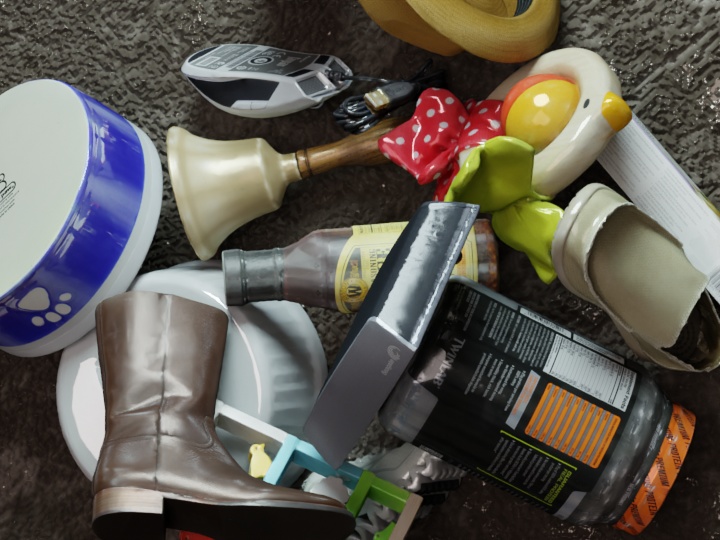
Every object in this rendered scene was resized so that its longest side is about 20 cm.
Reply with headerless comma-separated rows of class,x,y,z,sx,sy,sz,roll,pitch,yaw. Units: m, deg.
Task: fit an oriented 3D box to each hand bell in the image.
hand bell,-0.035,-0.080,1.563,0.199,0.104,0.105,-13,85,7

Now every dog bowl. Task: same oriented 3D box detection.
dog bowl,-0.247,-0.041,1.582,0.200,0.079,0.201,-23,51,32

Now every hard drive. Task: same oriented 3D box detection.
hard drive,0.016,0.042,1.405,0.042,0.200,0.135,26,59,-2

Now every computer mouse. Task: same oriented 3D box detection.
computer mouse,-0.043,-0.134,1.561,0.199,0.110,0.044,11,119,31

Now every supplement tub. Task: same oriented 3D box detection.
supplement tub,0.123,0.097,1.453,0.199,0.123,0.123,27,99,-1

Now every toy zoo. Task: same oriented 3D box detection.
toy zoo,-0.071,0.170,1.456,0.199,0.020,0.131,24,54,7

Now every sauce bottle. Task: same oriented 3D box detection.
sauce bottle,0.000,0.000,1.512,0.199,0.066,0.066,-6,87,-3

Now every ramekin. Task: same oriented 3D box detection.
ramekin,-0.132,0.091,1.578,0.200,0.098,0.202,0,89,20

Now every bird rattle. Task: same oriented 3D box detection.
bird rattle,0.113,-0.086,1.457,0.163,0.200,0.113,-40,113,8

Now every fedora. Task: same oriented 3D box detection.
fedora,0.050,-0.219,1.489,0.082,0.200,0.201,-40,75,43

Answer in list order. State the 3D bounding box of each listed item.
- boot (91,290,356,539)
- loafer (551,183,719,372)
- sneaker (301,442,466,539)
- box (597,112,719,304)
boot,-0.096,0.098,1.458,0.185,0.064,0.201,6,49,-9
loafer,0.196,0.008,1.407,0.068,0.200,0.076,22,77,40
sneaker,0.004,0.165,1.544,0.200,0.075,0.081,-43,67,14
box,0.214,-0.055,1.473,0.041,0.039,0.200,-44,71,14
